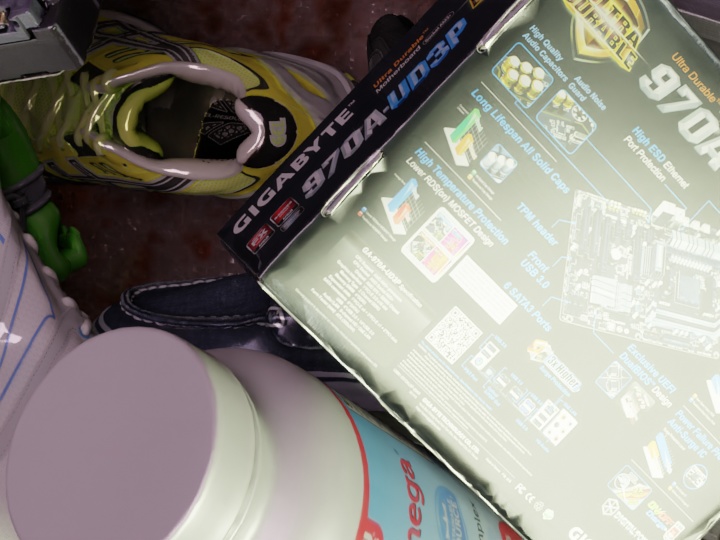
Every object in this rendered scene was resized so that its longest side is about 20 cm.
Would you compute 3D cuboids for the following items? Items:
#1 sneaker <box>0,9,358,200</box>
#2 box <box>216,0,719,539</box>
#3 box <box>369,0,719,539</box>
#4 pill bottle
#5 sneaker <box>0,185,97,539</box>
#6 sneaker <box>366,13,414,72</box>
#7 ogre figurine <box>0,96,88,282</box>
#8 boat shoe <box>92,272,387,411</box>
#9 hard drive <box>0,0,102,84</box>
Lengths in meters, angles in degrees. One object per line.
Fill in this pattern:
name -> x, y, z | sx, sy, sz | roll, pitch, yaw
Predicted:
sneaker -> -0.095, -0.069, 1.094 | 0.199, 0.076, 0.076 | 4, 90, 26
box -> 0.074, 0.000, 0.923 | 0.159, 0.046, 0.200 | -47, 118, 0
box -> 0.089, -0.016, 1.023 | 0.158, 0.048, 0.201 | 17, 115, 5
pill bottle -> -0.028, 0.092, 0.927 | 0.108, 0.200, 0.109 | -13, 63, 27
sneaker -> -0.121, 0.025, 0.974 | 0.086, 0.075, 0.201 | -2, 72, -8
sneaker -> 0.087, -0.101, 1.066 | 0.199, 0.066, 0.091 | -24, 85, 13
ogre figurine -> -0.193, -0.068, 1.084 | 0.098, 0.200, 0.121 | -21, 122, -21
boat shoe -> 0.000, 0.000, 0.989 | 0.199, 0.071, 0.091 | 2, 112, 4
hard drive -> -0.147, -0.151, 1.007 | 0.139, 0.038, 0.201 | -8, 53, 23
